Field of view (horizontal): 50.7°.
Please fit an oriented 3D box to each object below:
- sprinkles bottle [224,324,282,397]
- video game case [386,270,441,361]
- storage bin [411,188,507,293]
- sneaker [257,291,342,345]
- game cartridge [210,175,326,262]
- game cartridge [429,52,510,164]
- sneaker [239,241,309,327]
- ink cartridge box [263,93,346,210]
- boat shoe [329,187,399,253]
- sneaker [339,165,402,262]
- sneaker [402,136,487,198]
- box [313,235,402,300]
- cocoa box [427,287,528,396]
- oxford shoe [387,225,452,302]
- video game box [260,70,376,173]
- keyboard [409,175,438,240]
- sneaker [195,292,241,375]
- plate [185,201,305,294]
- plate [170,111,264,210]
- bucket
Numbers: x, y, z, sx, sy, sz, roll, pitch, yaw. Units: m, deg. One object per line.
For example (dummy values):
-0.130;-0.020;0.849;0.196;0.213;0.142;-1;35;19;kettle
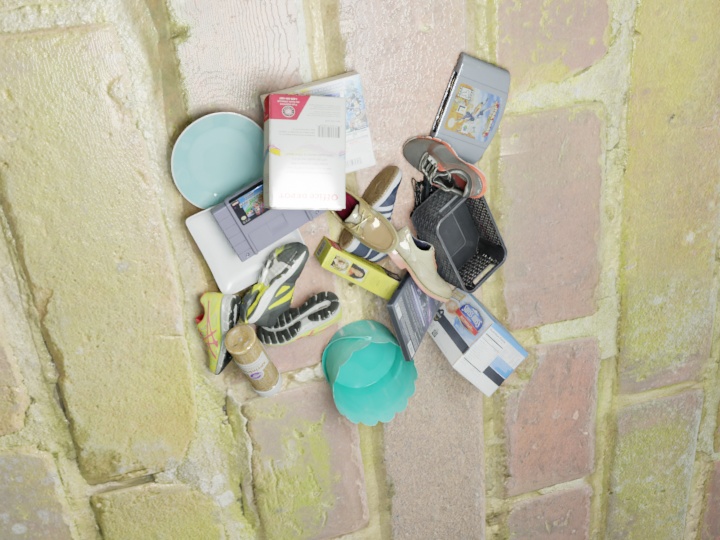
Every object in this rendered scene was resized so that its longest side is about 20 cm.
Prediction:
-0.221;0.191;1.586;0.067;0.069;0.201;-25;143;-4;sprinkles bottle
0.118;0.074;1.623;0.019;0.201;0.145;-3;122;29;video game case
0.210;-0.071;1.601;0.135;0.093;0.202;-41;124;-14;storage bin
-0.124;0.116;1.614;0.196;0.080;0.090;-19;155;10;sneaker
-0.177;-0.117;1.472;0.198;0.039;0.131;-31;130;-4;game cartridge
0.226;-0.325;1.552;0.131;0.042;0.204;14;108;-17;game cartridge
-0.165;0.030;1.547;0.201;0.075;0.084;-50;137;10;sneaker
-0.104;-0.214;1.394;0.144;0.085;0.205;1;95;-17;ink cartridge box
-0.010;-0.105;1.496;0.199;0.066;0.075;39;101;9;boat shoe
0.049;-0.111;1.576;0.107;0.070;0.202;29;99;-31;sneaker
0.156;-0.204;1.500;0.081;0.198;0.078;-24;137;-49;sneaker
0.000;0.000;1.607;0.197;0.075;0.051;27;102;-24;box
0.251;0.150;1.675;0.133;0.200;0.132;39;98;-26;cocoa box
0.134;-0.010;1.562;0.074;0.071;0.199;-41;118;15;oxford shoe
-0.081;-0.272;1.478;0.196;0.047;0.186;-16;118;-9;video game box
0.156;-0.131;1.614;0.102;0.040;0.204;-3;113;-16;keyboard
-0.302;0.125;1.581;0.088;0.078;0.204;17;119;9;sneaker
-0.224;-0.070;1.520;0.197;0.032;0.202;-26;126;-6;plate
-0.264;-0.208;1.453;0.196;0.026;0.204;-10;122;-16;plate
0.016;0.218;1.672;0.202;0.135;0.212;-6;114;-14;bucket
